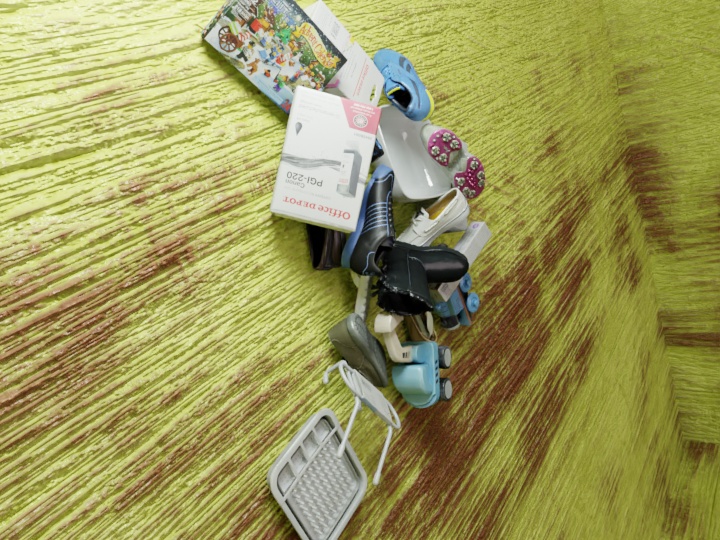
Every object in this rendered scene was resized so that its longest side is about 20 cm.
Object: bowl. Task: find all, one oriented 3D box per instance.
[{"bbox_3d":[0.090,-0.233,1.150,0.198,0.074,0.203,-17,88,-48],"label":"bowl"}]

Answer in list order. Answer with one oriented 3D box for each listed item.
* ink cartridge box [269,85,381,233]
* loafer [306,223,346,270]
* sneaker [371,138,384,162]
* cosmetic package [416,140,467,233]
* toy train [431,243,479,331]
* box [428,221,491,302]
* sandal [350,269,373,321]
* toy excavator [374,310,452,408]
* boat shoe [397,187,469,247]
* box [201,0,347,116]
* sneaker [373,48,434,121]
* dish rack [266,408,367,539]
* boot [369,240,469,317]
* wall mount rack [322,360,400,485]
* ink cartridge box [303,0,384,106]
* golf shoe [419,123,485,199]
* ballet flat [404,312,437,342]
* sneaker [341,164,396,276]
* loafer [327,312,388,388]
[{"bbox_3d":[-0.058,-0.175,0.906,0.143,0.085,0.204,12,95,-8],"label":"ink cartridge box"},{"bbox_3d":[-0.070,-0.099,0.978,0.062,0.071,0.204,-20,104,-43],"label":"loafer"},{"bbox_3d":[-0.003,-0.174,1.016,0.073,0.110,0.204,-41,118,-69],"label":"sneaker"},{"bbox_3d":[0.182,-0.187,1.252,0.073,0.100,0.204,8,79,-49],"label":"cosmetic package"},{"bbox_3d":[0.197,0.043,1.263,0.114,0.086,0.203,-36,114,-35],"label":"toy train"},{"bbox_3d":[0.212,-0.021,1.195,0.042,0.038,0.201,49,66,-29],"label":"box"},{"bbox_3d":[-0.001,-0.001,1.056,0.082,0.049,0.207,21,75,-80],"label":"sandal"},{"bbox_3d":[0.098,0.176,1.094,0.199,0.098,0.199,3,84,-59],"label":"toy excavator"},{"bbox_3d":[0.132,-0.097,1.146,0.198,0.071,0.070,-34,128,2],"label":"boat shoe"},{"bbox_3d":[-0.132,-0.357,0.890,0.137,0.038,0.199,-45,132,11],"label":"box"},{"bbox_3d":[0.071,-0.378,1.109,0.078,0.066,0.202,-2,53,-44],"label":"sneaker"},{"bbox_3d":[-0.075,0.356,0.945,0.172,0.043,0.202,-47,120,-42],"label":"dish rack"},{"bbox_3d":[0.118,0.019,1.064,0.164,0.194,0.074,-85,-172,-53],"label":"boot"},{"bbox_3d":[0.002,0.257,0.966,0.200,0.074,0.175,48,14,-38],"label":"wall mount rack"},{"bbox_3d":[-0.046,-0.372,1.031,0.199,0.067,0.118,38,60,-38],"label":"ink cartridge box"},{"bbox_3d":[0.190,-0.229,1.147,0.075,0.092,0.200,-41,129,7],"label":"golf shoe"},{"bbox_3d":[0.115,0.069,1.177,0.069,0.062,0.203,-41,116,-43],"label":"ballet flat"},{"bbox_3d":[0.035,-0.086,0.990,0.070,0.077,0.203,41,68,-72],"label":"sneaker"},{"bbox_3d":[-0.002,0.154,1.042,0.076,0.068,0.201,-92,160,-47],"label":"loafer"}]
